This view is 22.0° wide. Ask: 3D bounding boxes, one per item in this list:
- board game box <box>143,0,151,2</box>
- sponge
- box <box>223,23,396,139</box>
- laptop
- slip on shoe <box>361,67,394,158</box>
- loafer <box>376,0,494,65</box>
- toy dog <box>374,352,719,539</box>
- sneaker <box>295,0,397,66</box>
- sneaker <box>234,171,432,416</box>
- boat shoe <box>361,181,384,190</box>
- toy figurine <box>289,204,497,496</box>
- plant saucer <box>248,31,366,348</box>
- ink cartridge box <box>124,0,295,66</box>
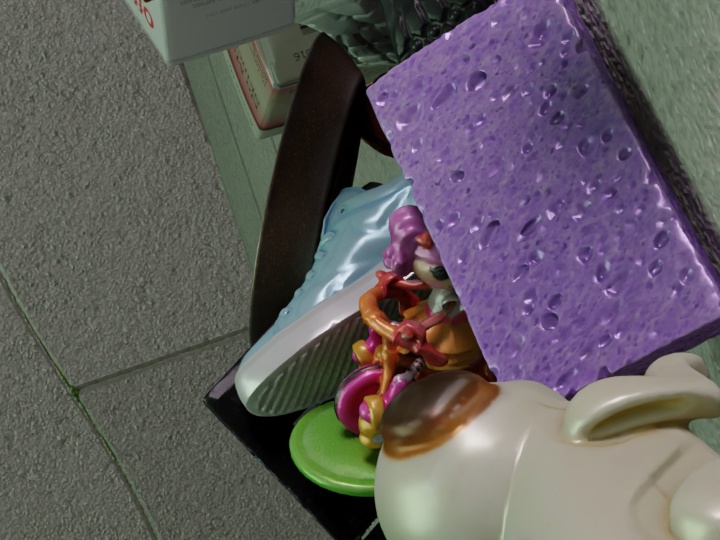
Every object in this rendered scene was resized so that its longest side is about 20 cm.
[{"bbox_3d":[-0.028,-0.225,0.877,0.152,0.200,0.046,81,167,-48],"label":"board game box"},{"bbox_3d":[0.086,-0.034,0.876,0.030,0.112,0.200,28,-145,-58],"label":"sponge"},{"bbox_3d":[-0.042,-0.186,1.364,0.200,0.109,0.128,136,114,-80],"label":"box"},{"bbox_3d":[0.014,0.087,1.130,0.200,0.177,0.103,47,159,-13],"label":"laptop"},{"bbox_3d":[0.034,-0.098,1.173,0.200,0.061,0.074,-154,78,-80],"label":"slip on shoe"},{"bbox_3d":[0.043,-0.159,1.068,0.070,0.068,0.201,-6,-117,-59],"label":"loafer"},{"bbox_3d":[0.093,0.117,0.759,0.200,0.194,0.140,29,147,41],"label":"toy dog"},{"bbox_3d":[0.001,-0.184,1.170,0.200,0.077,0.082,32,-124,-69],"label":"sneaker"},{"bbox_3d":[0.000,0.000,1.049,0.082,0.200,0.074,46,169,33],"label":"sneaker"},{"bbox_3d":[0.045,-0.009,1.203,0.199,0.074,0.066,24,-108,-53],"label":"boat shoe"},{"bbox_3d":[0.061,0.015,0.974,0.150,0.200,0.184,-113,20,-55],"label":"toy figurine"},{"bbox_3d":[-0.029,-0.044,1.133,0.200,0.034,0.200,13,-90,-86],"label":"plant saucer"},{"bbox_3d":[-0.102,-0.233,0.984,0.146,0.085,0.200,56,160,38],"label":"ink cartridge box"}]
